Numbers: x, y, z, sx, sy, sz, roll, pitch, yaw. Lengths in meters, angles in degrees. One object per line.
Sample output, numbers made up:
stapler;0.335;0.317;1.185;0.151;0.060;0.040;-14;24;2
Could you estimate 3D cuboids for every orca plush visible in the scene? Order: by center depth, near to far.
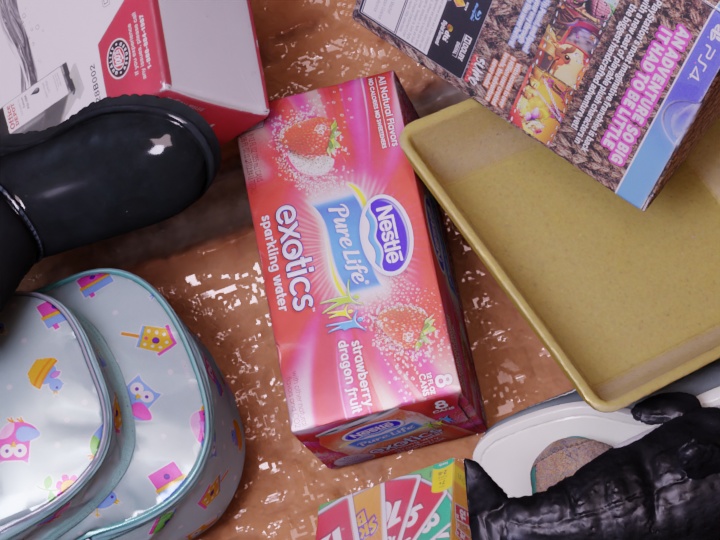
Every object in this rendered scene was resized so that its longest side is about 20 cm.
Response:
orca plush;0.153;0.095;1.088;0.200;0.071;0.105;-1;57;-4

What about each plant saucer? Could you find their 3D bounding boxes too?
plant saucer;0.147;-0.024;1.190;0.200;0.048;0.200;-24;65;-27

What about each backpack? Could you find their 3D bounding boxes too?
backpack;-0.171;0.093;1.198;0.200;0.153;0.176;-25;64;-4

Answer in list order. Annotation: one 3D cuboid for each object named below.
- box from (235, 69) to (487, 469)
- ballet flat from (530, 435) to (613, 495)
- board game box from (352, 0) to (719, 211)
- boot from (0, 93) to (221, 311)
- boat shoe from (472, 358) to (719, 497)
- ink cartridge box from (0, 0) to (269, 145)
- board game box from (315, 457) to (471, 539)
box;0.000;0.000;1.218;0.100;0.095;0.200;-14;70;8
ballet flat;0.182;0.149;1.133;0.200;0.067;0.068;16;119;9
board game box;0.116;-0.158;1.145;0.200;0.159;0.097;35;55;9
boot;-0.184;-0.014;1.129;0.198;0.073;0.163;-8;32;31
boat shoe;0.161;0.083;1.188;0.200;0.073;0.062;-14;27;14
ink cartridge box;-0.158;-0.121;1.247;0.200;0.083;0.147;-28;64;38
board game box;0.013;0.200;1.133;0.095;0.030;0.200;-23;46;30
